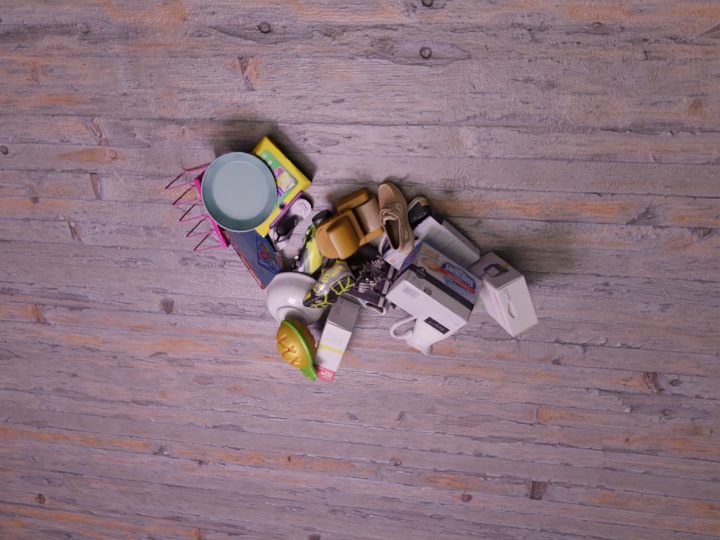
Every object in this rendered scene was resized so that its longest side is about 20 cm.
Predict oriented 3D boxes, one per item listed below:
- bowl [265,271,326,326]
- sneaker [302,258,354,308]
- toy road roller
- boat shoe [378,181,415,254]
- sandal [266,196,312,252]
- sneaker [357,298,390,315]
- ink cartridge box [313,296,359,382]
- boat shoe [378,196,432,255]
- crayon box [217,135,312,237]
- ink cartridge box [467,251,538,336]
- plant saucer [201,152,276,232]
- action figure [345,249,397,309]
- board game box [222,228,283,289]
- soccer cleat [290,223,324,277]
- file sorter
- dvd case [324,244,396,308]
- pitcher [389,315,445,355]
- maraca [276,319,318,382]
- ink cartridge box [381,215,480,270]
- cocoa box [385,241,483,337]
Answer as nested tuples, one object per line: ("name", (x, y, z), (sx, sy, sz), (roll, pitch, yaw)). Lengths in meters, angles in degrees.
("bowl", (-0.193, 0.105, 1.788), (0.195, 0.092, 0.204), (7, 138, 6))
("sneaker", (-0.089, 0.041, 1.671), (0.074, 0.078, 0.198), (13, 143, -43))
("toy road roller", (-0.027, -0.109, 1.614), (0.197, 0.146, 0.125), (-29, 112, 0))
("boat shoe", (0.085, -0.141, 1.591), (0.071, 0.064, 0.205), (-31, 68, 33))
("sandal", (-0.212, -0.128, 1.724), (0.075, 0.043, 0.201), (36, 119, -10))
("sneaker", (0.009, 0.056, 1.758), (0.197, 0.087, 0.075), (34, 122, -6))
("ink cartridge box", (-0.078, 0.203, 1.819), (0.081, 0.146, 0.204), (20, 121, -1))
("boat shoe", (0.120, -0.107, 1.649), (0.201, 0.074, 0.063), (-49, 62, 25))
("crayon box", (-0.255, -0.224, 1.641), (0.172, 0.058, 0.200), (43, 98, -12))
("ink cartridge box", (0.371, 0.059, 1.614), (0.086, 0.200, 0.148), (-26, 112, -2))
("plant saucer", (-0.313, -0.205, 1.594), (0.194, 0.036, 0.206), (0, 105, -2))
("action figure", (0.028, 0.017, 1.663), (0.196, 0.102, 0.121), (29, 76, 0))
("board game box", (-0.296, -0.059, 1.710), (0.019, 0.104, 0.203), (-7, 124, 41))
("soccer cleat", (-0.128, -0.060, 1.745), (0.082, 0.065, 0.202), (17, 120, -26))
("file sorter", (-0.429, -0.171, 1.691), (0.122, 0.140, 0.204), (-10, 116, 19))
("dvd case", (0.000, 0.000, 1.722), (0.195, 0.016, 0.153), (19, 85, 1))
("pitcher", (0.191, 0.140, 1.736), (0.168, 0.123, 0.201), (16, 131, -29))
("maraca", (-0.176, 0.228, 1.749), (0.136, 0.106, 0.204), (20, 134, 54))
("ink cartridge box", (0.189, -0.047, 1.660), (0.198, 0.044, 0.195), (37, 126, -22))
("cocoa box", (0.191, 0.050, 1.583), (0.197, 0.133, 0.134), (33, 152, -5))
